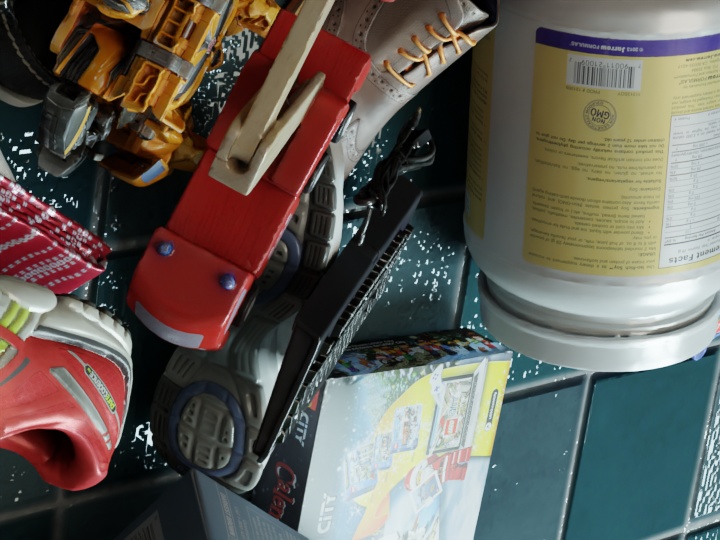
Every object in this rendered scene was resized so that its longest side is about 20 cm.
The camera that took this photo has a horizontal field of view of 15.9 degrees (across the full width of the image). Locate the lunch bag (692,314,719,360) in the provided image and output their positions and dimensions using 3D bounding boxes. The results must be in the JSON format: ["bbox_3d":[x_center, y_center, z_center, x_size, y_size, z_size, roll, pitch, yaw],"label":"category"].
[{"bbox_3d":[0.203,-0.037,1.436,0.151,0.094,0.200,-19,135,-41],"label":"lunch bag"}]

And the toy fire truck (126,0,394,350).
[{"bbox_3d":[-0.035,-0.061,1.045,0.200,0.049,0.141,-62,178,-3],"label":"toy fire truck"}]

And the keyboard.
[{"bbox_3d":[0.000,0.000,1.168,0.200,0.021,0.127,-57,167,-65],"label":"keyboard"}]

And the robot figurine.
[{"bbox_3d":[-0.077,-0.096,1.047,0.145,0.058,0.200,-63,178,-1],"label":"robot figurine"}]

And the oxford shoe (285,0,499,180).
[{"bbox_3d":[0.016,-0.113,1.194,0.071,0.073,0.200,27,90,-50],"label":"oxford shoe"}]

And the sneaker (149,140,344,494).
[{"bbox_3d":[-0.046,0.006,1.189,0.087,0.074,0.200,-50,162,-53],"label":"sneaker"}]

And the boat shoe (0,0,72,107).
[{"bbox_3d":[-0.139,-0.146,1.012,0.074,0.060,0.200,-65,148,-44],"label":"boat shoe"}]

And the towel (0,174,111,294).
[{"bbox_3d":[-0.209,-0.005,1.000,0.145,0.022,0.200,-34,142,19],"label":"towel"}]

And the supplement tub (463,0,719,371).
[{"bbox_3d":[0.125,-0.066,1.278,0.145,0.145,0.200,-21,124,-38],"label":"supplement tub"}]

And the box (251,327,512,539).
[{"bbox_3d":[0.002,0.134,1.331,0.137,0.038,0.200,-6,113,-44],"label":"box"}]

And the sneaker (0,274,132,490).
[{"bbox_3d":[-0.162,0.039,0.972,0.200,0.077,0.085,20,66,-43],"label":"sneaker"}]

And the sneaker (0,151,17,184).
[{"bbox_3d":[-0.199,-0.061,1.012,0.088,0.075,0.200,-33,137,-3],"label":"sneaker"}]

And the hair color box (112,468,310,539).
[{"bbox_3d":[-0.039,0.187,1.235,0.099,0.061,0.200,-42,126,18],"label":"hair color box"}]
